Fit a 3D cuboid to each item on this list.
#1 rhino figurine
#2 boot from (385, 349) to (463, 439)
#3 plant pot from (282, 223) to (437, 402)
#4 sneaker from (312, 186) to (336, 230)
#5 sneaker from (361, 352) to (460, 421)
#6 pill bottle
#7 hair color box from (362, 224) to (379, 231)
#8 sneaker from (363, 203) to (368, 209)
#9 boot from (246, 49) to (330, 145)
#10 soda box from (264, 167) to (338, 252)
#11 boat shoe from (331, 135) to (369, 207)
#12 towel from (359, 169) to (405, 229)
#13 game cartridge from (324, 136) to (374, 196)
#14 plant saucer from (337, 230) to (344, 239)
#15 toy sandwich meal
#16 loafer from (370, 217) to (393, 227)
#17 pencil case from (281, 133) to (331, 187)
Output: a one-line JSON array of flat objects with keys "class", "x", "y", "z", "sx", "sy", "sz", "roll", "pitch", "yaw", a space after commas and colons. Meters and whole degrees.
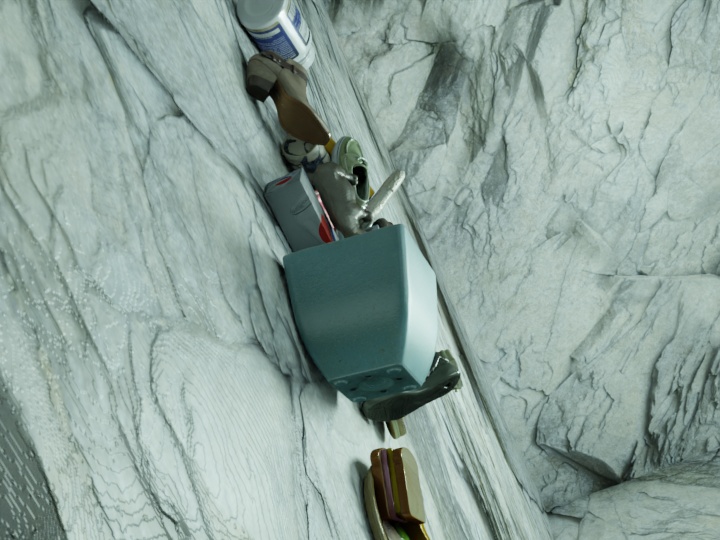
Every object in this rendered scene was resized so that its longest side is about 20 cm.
[{"class": "rhino figurine", "x": -0.023, "y": -0.096, "z": 1.430, "sx": 0.087, "sy": 0.060, "sz": 0.201, "roll": 15, "pitch": 48, "yaw": -59}, {"class": "boot", "x": 0.111, "y": 0.217, "z": 1.556, "sx": 0.201, "sy": 0.153, "sz": 0.073, "roll": -97, "pitch": 180, "yaw": -58}, {"class": "plant pot", "x": 0.014, "y": 0.081, "z": 1.292, "sx": 0.196, "sy": 0.194, "sz": 0.202, "roll": 50, "pitch": 28, "yaw": -58}, {"class": "sneaker", "x": -0.072, "y": -0.102, "z": 1.538, "sx": 0.200, "sy": 0.073, "sz": 0.087, "roll": -18, "pitch": 87, "yaw": -80}, {"class": "sneaker", "x": 0.066, "y": 0.185, "z": 1.479, "sx": 0.114, "sy": 0.198, "sz": 0.077, "roll": 45, "pitch": -38, "yaw": 33}, {"class": "pill bottle", "x": -0.167, "y": -0.495, "z": 1.773, "sx": 0.200, "sy": 0.110, "sz": 0.112, "roll": 49, "pitch": 21, "yaw": -62}, {"class": "hair color box", "x": 0.039, "y": 0.029, "z": 1.545, "sx": 0.099, "sy": 0.060, "sz": 0.201, "roll": -99, "pitch": 168, "yaw": -49}, {"class": "sneaker", "x": 0.003, "y": -0.125, "z": 1.980, "sx": 0.072, "sy": 0.072, "sz": 0.201, "roll": -99, "pitch": 165, "yaw": -58}, {"class": "boot", "x": -0.124, "y": -0.331, "z": 1.595, "sx": 0.199, "sy": 0.070, "sz": 0.147, "roll": 37, "pitch": 37, "yaw": -15}, {"class": "soda box", "x": -0.083, "y": -0.062, "z": 1.411, "sx": 0.064, "sy": 0.068, "sz": 0.201, "roll": -89, "pitch": 155, "yaw": -65}, {"class": "boat shoe", "x": -0.010, "y": -0.179, "z": 1.594, "sx": 0.072, "sy": 0.062, "sz": 0.201, "roll": 26, "pitch": 44, "yaw": -33}, {"class": "towel", "x": 0.021, "y": -0.119, "z": 1.739, "sx": 0.034, "sy": 0.133, "sz": 0.200, "roll": 36, "pitch": -29, "yaw": -2}, {"class": "game cartridge", "x": -0.042, "y": -0.208, "z": 1.758, "sx": 0.177, "sy": 0.032, "sz": 0.200, "roll": 51, "pitch": -8, "yaw": -2}, {"class": "plant saucer", "x": 0.000, "y": 0.000, "z": 1.645, "sx": 0.200, "sy": 0.027, "sz": 0.202, "roll": -17, "pitch": 90, "yaw": -82}, {"class": "toy sandwich meal", "x": 0.066, "y": 0.362, "z": 1.273, "sx": 0.205, "sy": 0.070, "sz": 0.207, "roll": -23, "pitch": 90, "yaw": -80}, {"class": "loafer", "x": 0.049, "y": -0.017, "z": 1.762, "sx": 0.073, "sy": 0.070, "sz": 0.201, "roll": -115, "pitch": -153, "yaw": -54}, {"class": "pencil case", "x": -0.080, "y": -0.185, "z": 1.660, "sx": 0.090, "sy": 0.078, "sz": 0.200, "roll": 50, "pitch": -5, "yaw": 46}]
